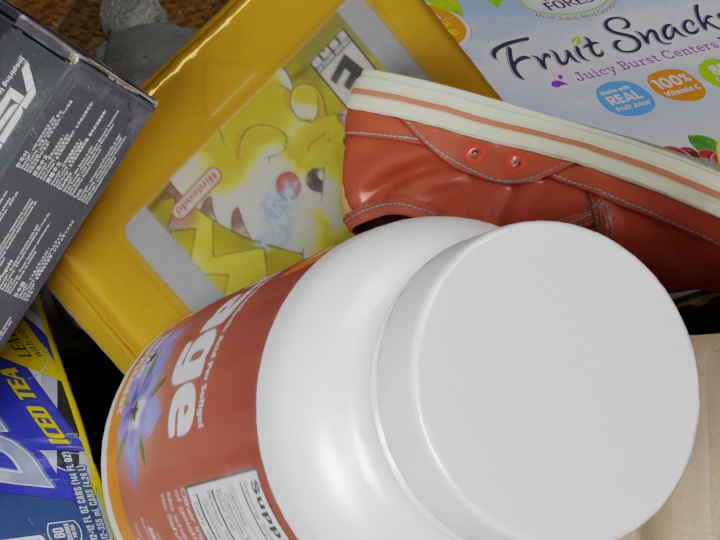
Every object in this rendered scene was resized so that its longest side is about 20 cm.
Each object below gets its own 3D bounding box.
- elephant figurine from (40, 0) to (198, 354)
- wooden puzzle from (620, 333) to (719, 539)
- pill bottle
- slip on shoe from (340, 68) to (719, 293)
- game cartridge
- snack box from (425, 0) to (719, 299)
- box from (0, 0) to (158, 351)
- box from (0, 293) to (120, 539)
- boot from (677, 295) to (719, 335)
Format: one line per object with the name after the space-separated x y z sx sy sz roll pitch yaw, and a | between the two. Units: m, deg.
-0.015 -0.010 0.865 0.200 0.155 0.142 12 15 -11 | elephant figurine
0.170 0.087 0.615 0.200 0.037 0.185 -2 48 9 | wooden puzzle
0.008 0.047 0.652 0.112 0.200 0.112 6 76 -25 | pill bottle
0.079 -0.014 0.729 0.200 0.061 0.074 17 4 27 | slip on shoe
0.000 0.000 0.790 0.200 0.032 0.176 49 63 -13 | game cartridge
0.118 -0.066 1.022 0.200 0.068 0.169 -14 47 -34 | snack box
-0.176 -0.009 0.735 0.161 0.200 0.049 34 2 37 | box
-0.145 0.038 0.782 0.070 0.064 0.200 -5 49 -25 | box
0.123 0.094 0.679 0.165 0.066 0.200 -13 40 10 | boot
